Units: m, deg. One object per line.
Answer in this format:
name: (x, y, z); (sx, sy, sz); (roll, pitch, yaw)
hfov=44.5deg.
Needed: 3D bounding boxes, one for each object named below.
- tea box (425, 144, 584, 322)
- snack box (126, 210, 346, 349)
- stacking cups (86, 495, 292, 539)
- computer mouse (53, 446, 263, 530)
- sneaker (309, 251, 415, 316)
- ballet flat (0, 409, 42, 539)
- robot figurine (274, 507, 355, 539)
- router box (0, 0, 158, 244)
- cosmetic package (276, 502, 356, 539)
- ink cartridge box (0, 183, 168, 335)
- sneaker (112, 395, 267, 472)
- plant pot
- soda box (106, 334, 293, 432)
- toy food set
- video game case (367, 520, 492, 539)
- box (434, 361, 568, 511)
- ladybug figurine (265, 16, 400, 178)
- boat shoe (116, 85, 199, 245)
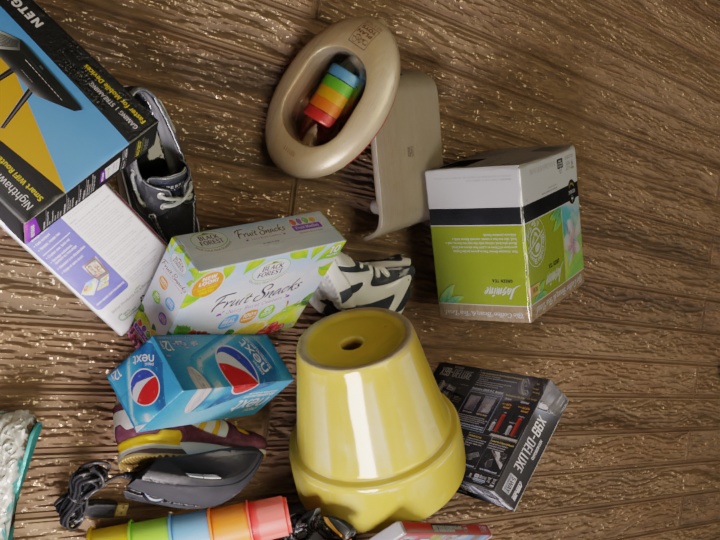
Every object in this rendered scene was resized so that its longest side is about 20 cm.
tea box: (0.195, -0.053, 1.157); (0.200, 0.133, 0.198); (-25, 112, -53)
snack box: (-0.124, 0.016, 0.901); (0.200, 0.053, 0.142); (-15, 146, -47)
stacking cups: (-0.170, 0.266, 0.889); (0.199, 0.061, 0.061); (-11, 102, -11)
computer mouse: (-0.198, 0.224, 0.868); (0.199, 0.140, 0.046); (3, 57, -37)
sneaker: (0.000, 0.000, 1.057); (0.130, 0.079, 0.200); (-49, 122, -28)
ballet flat: (-0.342, 0.223, 0.801); (0.072, 0.072, 0.201); (15, 82, -40)
robot figurine: (-0.082, 0.329, 0.923); (0.058, 0.199, 0.146); (9, 70, -60)
router box: (-0.295, -0.142, 0.744); (0.200, 0.051, 0.149); (43, 62, 2)
cosmetic package: (-0.064, 0.384, 1.032); (0.107, 0.090, 0.201); (-13, 100, -43)
ink cartridge box: (-0.260, -0.035, 0.836); (0.095, 0.037, 0.200); (-41, 124, -3)
sneaker: (-0.172, 0.161, 0.926); (0.200, 0.075, 0.090); (20, 53, -56)
plant pot: (0.008, 0.153, 0.981); (0.200, 0.200, 0.190); (-32, 123, -34)
soda box: (-0.152, 0.108, 0.876); (0.064, 0.068, 0.200); (55, 18, 17)
toy food set: (0.039, -0.147, 1.100); (0.143, 0.060, 0.201); (-19, 108, -50)
video game case: (0.047, 0.326, 0.998); (0.200, 0.143, 0.017); (22, 35, -51)
box: (0.145, 0.203, 1.121); (0.050, 0.200, 0.158); (45, 65, -29)
ladybug figurine: (-0.024, -0.190, 0.985); (0.200, 0.136, 0.072); (-54, 157, 7)
boat shoe: (-0.199, -0.087, 0.882); (0.072, 0.068, 0.201); (-27, 112, -36)
